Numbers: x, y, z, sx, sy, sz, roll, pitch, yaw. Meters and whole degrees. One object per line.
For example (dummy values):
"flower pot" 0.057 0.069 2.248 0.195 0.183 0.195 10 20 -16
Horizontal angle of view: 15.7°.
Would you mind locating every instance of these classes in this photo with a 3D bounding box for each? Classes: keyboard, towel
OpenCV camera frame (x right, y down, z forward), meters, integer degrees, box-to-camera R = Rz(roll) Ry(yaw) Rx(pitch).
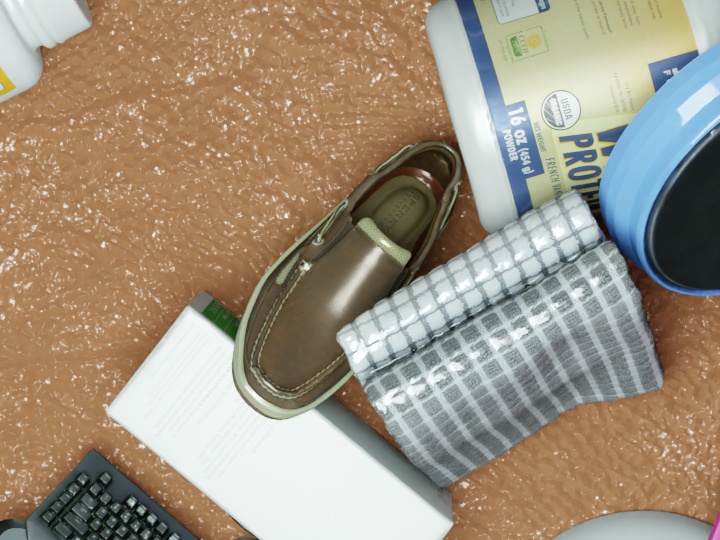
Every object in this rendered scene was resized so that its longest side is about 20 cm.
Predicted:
"keyboard" -0.092 0.179 1.557 0.200 0.021 0.127 41 53 2
"towel" 0.086 0.048 1.483 0.165 0.200 0.086 -33 70 2

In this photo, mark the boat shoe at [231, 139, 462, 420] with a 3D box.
"boat shoe" -0.005 -0.004 1.494 0.075 0.075 0.203 36 56 -4

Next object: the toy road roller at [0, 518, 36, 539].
"toy road roller" -0.192 0.260 1.522 0.200 0.146 0.123 36 118 -4

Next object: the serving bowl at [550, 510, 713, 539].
"serving bowl" 0.172 0.248 1.565 0.199 0.066 0.201 0 94 1

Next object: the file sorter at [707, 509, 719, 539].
"file sorter" 0.309 0.088 1.483 0.138 0.126 0.201 26 68 0

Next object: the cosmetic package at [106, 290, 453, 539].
"cosmetic package" -0.046 0.110 1.540 0.200 0.108 0.085 38 94 -3

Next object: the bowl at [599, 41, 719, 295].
"bowl" 0.229 -0.062 1.443 0.200 0.201 0.039 -32 56 3

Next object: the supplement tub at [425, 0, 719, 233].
"supplement tub" 0.149 -0.112 1.499 0.199 0.144 0.145 -16 94 3

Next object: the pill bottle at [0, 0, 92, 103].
"pill bottle" -0.262 -0.133 1.525 0.199 0.109 0.110 -26 93 3
